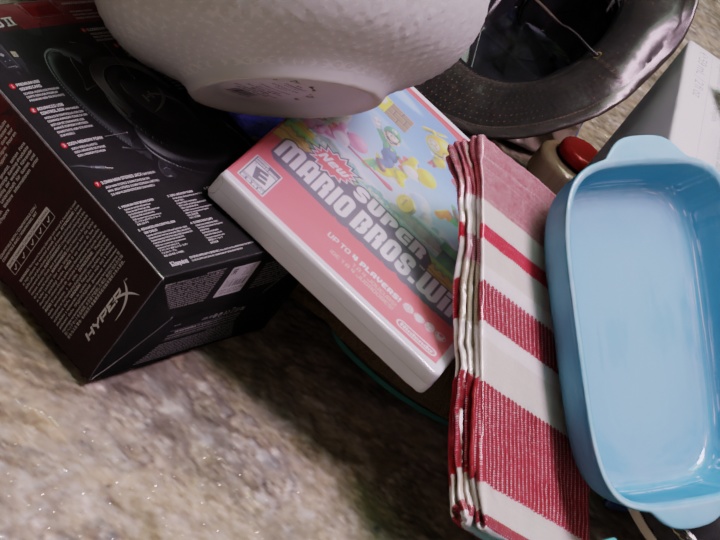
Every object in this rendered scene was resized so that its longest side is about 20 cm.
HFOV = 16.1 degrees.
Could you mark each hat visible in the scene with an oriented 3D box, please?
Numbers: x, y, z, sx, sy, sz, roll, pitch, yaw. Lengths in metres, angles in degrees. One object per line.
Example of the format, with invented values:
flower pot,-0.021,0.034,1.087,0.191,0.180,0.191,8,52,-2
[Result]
hat,0.104,-0.149,1.529,0.201,0.201,0.081,52,-10,24

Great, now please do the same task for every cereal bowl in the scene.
cereal bowl,-0.033,-0.123,1.233,0.200,0.200,0.083,8,79,-42

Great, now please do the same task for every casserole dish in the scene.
casserole dish,0.146,0.032,1.299,0.121,0.039,0.200,-5,87,-36

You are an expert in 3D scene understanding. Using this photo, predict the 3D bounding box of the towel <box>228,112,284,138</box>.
towel,-0.043,-0.104,1.454,0.148,0.050,0.200,42,29,8

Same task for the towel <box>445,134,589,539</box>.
towel,0.081,0.047,1.271,0.144,0.023,0.200,34,53,-57

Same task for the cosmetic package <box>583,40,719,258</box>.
cosmetic package,0.228,0.001,1.459,0.200,0.123,0.199,34,29,-8

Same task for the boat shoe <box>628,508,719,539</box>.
boat shoe,0.227,0.155,1.342,0.200,0.068,0.072,40,59,-3

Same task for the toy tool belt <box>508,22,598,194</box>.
toy tool belt,0.127,-0.142,1.618,0.125,0.123,0.200,15,37,-35

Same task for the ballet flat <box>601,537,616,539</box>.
ballet flat,0.053,0.170,1.172,0.200,0.068,0.075,-1,69,-41

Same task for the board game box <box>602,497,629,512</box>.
board game box,0.204,0.096,1.458,0.200,0.034,0.135,17,35,-32

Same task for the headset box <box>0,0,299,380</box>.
headset box,-0.132,-0.053,1.254,0.200,0.077,0.149,46,29,16

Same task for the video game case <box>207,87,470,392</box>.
video game case,0.017,-0.031,1.295,0.143,0.017,0.200,43,31,0

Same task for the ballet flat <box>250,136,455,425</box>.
ballet flat,0.000,0.000,1.330,0.200,0.072,0.068,39,30,1
